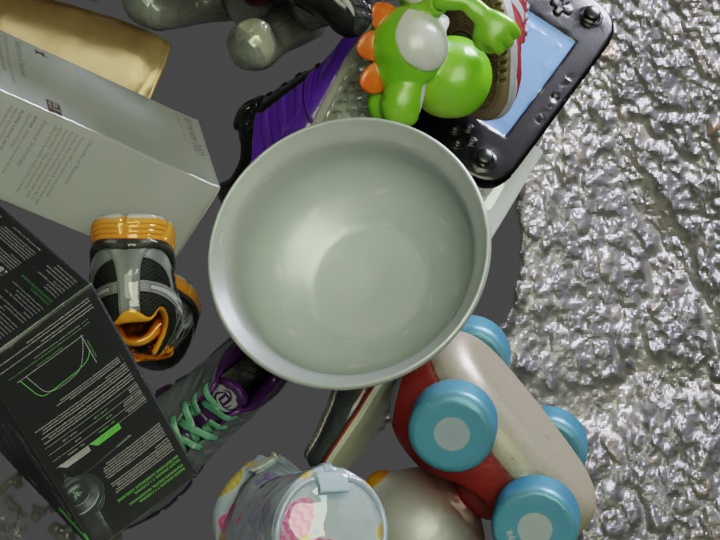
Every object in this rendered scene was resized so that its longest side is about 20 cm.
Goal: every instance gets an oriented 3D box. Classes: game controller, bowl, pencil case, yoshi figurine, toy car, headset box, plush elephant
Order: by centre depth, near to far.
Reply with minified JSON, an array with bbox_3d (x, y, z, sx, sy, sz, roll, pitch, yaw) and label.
[{"bbox_3d":[-0.218,0.072,1.567,0.093,0.174,0.200,-37,130,-15],"label":"headset box"},{"bbox_3d":[-0.044,0.177,1.606,0.083,0.200,0.091,16,84,-15],"label":"pencil case"},{"bbox_3d":[0.000,0.000,1.613,0.201,0.090,0.201,-4,70,12],"label":"bowl"},{"bbox_3d":[0.065,-0.195,1.651,0.112,0.112,0.200,17,94,4],"label":"yoshi figurine"},{"bbox_3d":[0.050,0.162,1.662,0.200,0.184,0.177,-39,98,15],"label":"toy car"},{"bbox_3d":[-0.060,-0.255,1.690,0.200,0.165,0.155,-19,121,-31],"label":"plush elephant"},{"bbox_3d":[0.111,-0.152,1.753,0.104,0.042,0.200,38,62,-2],"label":"game controller"}]

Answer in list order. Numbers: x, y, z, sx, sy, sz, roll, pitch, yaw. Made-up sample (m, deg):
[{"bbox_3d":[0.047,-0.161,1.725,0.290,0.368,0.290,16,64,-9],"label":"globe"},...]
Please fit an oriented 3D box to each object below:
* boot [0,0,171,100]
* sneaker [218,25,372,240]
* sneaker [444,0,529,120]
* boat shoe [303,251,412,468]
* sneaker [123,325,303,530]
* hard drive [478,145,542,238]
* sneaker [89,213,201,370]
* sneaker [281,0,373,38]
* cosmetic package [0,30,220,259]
[{"bbox_3d":[-0.262,-0.129,1.682,0.200,0.066,0.175,24,90,-13],"label":"boot"},{"bbox_3d":[-0.044,-0.119,1.708,0.099,0.070,0.200,24,80,35],"label":"sneaker"},{"bbox_3d":[0.109,-0.213,1.730,0.112,0.071,0.200,-5,85,-50],"label":"sneaker"},{"bbox_3d":[0.006,0.057,1.676,0.063,0.071,0.200,27,85,12],"label":"boat shoe"},{"bbox_3d":[-0.124,0.106,1.657,0.074,0.088,0.200,45,75,-1],"label":"sneaker"},{"bbox_3d":[0.034,-0.043,1.746,0.132,0.027,0.200,33,75,-5],"label":"hard drive"},{"bbox_3d":[-0.157,0.032,1.608,0.078,0.200,0.077,-4,65,3],"label":"sneaker"},{"bbox_3d":[-0.079,-0.220,1.597,0.088,0.076,0.200,-46,78,11],"label":"sneaker"},{"bbox_3d":[-0.208,-0.091,1.616,0.200,0.113,0.081,21,114,-27],"label":"cosmetic package"}]
